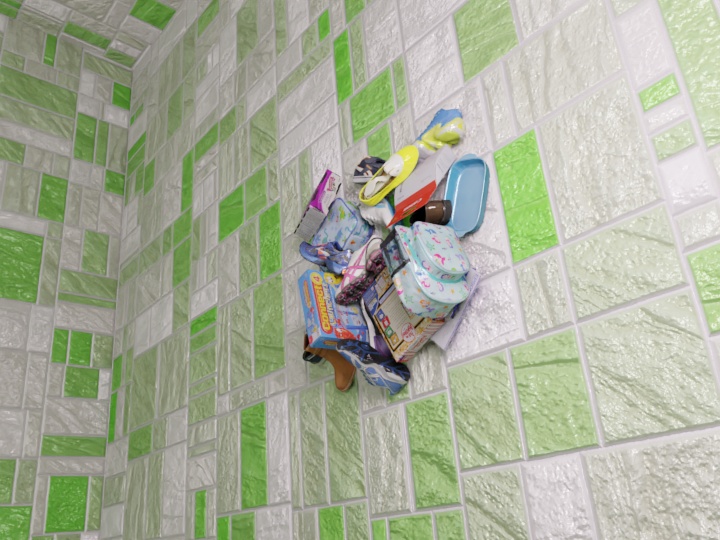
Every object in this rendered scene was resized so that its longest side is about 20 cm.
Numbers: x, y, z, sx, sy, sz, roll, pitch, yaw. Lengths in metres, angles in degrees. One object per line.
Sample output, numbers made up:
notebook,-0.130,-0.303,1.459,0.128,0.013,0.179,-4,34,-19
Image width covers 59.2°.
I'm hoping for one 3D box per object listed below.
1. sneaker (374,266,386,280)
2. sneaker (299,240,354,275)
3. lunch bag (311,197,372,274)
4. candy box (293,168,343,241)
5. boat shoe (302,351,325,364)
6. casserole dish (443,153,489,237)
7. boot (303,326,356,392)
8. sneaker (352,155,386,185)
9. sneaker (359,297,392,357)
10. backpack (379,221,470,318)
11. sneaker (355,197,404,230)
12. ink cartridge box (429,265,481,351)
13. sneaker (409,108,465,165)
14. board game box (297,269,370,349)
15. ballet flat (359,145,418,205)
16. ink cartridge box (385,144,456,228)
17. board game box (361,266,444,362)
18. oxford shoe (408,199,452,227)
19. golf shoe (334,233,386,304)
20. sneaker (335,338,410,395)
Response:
sneaker,0.060,0.007,1.648,0.198,0.080,0.117,-30,55,40
sneaker,-0.086,-0.046,1.735,0.198,0.075,0.080,22,93,33
lunch bag,-0.058,-0.097,1.821,0.202,0.082,0.161,-59,43,19
candy box,-0.124,-0.187,1.858,0.138,0.060,0.200,-67,10,-25
boat shoe,-0.101,0.180,1.804,0.201,0.061,0.075,-56,41,22
casserole dish,0.253,-0.174,1.502,0.120,0.038,0.204,2,80,51
boot,-0.086,0.221,1.697,0.073,0.153,0.204,-3,80,49
sneaker,0.046,-0.276,1.753,0.199,0.077,0.081,14,95,52
sneaker,0.063,0.125,1.627,0.087,0.075,0.204,-27,65,32
backpack,0.152,-0.001,1.399,0.150,0.175,0.203,-40,55,41
sneaker,0.052,-0.150,1.698,0.081,0.076,0.201,-42,37,7
ink cartridge box,0.192,0.058,1.501,0.200,0.043,0.201,41,111,49
sneaker,0.193,-0.344,1.618,0.198,0.075,0.107,-21,45,46
board game box,-0.056,0.108,1.663,0.056,0.193,0.203,-43,50,38
ballet flat,0.068,-0.239,1.611,0.200,0.067,0.067,-44,66,27
ink cartridge box,0.136,-0.206,1.552,0.162,0.057,0.200,-30,15,48
board game box,0.097,0.092,1.520,0.152,0.046,0.202,-50,53,32
oxford shoe,0.150,-0.117,1.538,0.201,0.083,0.074,117,151,-62
golf shoe,0.000,0.000,1.619,0.201,0.072,0.093,-49,46,18
sneaker,0.022,0.239,1.560,0.198,0.076,0.078,30,118,6
